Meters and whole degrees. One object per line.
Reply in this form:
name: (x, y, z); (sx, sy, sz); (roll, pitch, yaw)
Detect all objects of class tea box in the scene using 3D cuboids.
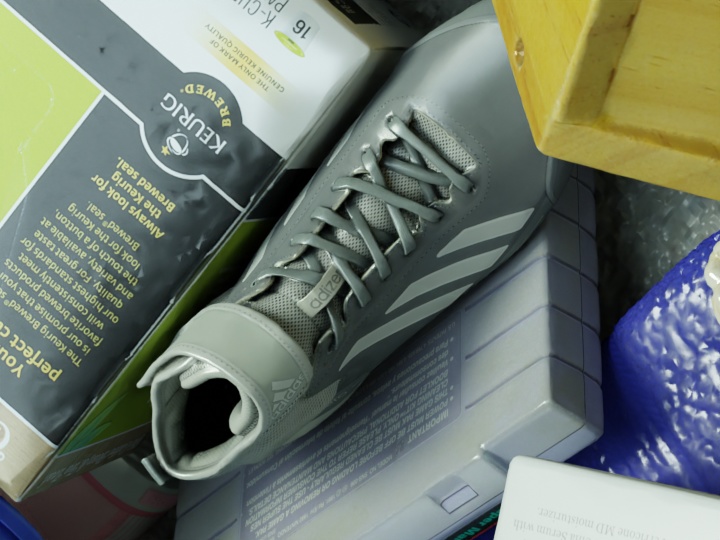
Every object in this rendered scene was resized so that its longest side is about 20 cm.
tea box: (-0.113, -0.063, 0.925); (0.200, 0.134, 0.197); (42, 100, 7)

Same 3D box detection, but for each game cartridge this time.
game cartridge: (0.007, 0.051, 0.921); (0.200, 0.038, 0.130); (-37, 40, 36)

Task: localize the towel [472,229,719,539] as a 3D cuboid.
towel: (0.127, 0.072, 0.849); (0.200, 0.049, 0.148); (-47, 65, 34)

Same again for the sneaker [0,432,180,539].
sneaker: (-0.155, 0.044, 1.072); (0.105, 0.075, 0.201); (-48, 66, 25)

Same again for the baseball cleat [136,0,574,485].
baseball cleat: (0.000, 0.000, 0.851); (0.070, 0.106, 0.200); (39, 118, 5)

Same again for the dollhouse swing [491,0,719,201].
dollhouse swing: (0.144, -0.136, 0.760); (0.201, 0.175, 0.183); (105, 158, -49)

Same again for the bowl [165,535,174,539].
bowl: (-0.075, 0.200, 0.996); (0.200, 0.094, 0.202); (2, 93, 40)

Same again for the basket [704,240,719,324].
basket: (0.222, 0.044, 0.663); (0.161, 0.199, 0.199); (-32, 70, 39)

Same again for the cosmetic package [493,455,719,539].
cosmetic package: (0.082, 0.164, 0.785); (0.101, 0.071, 0.201); (10, 87, 45)

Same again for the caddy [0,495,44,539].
caddy: (-0.178, 0.090, 0.945); (0.141, 0.200, 0.105); (31, 73, 6)
